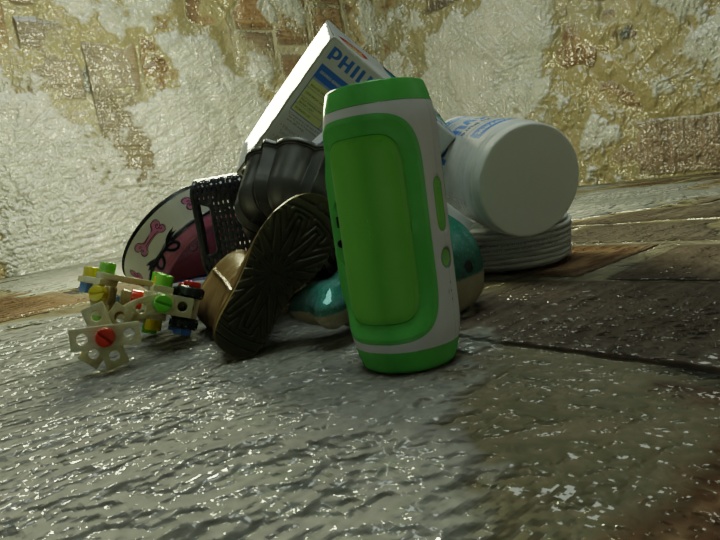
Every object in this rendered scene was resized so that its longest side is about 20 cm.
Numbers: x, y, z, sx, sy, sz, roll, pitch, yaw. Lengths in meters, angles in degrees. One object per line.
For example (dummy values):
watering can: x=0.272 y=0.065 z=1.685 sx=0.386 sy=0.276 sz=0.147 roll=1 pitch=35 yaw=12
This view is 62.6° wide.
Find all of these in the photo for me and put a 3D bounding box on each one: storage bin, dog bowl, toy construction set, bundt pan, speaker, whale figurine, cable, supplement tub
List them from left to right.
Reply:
toy construction set: x=-0.242 y=0.037 z=0.632 sx=0.130 sy=0.093 sz=0.200 roll=13 pitch=7 yaw=-21
dog bowl: x=-0.270 y=-0.036 z=0.933 sx=0.074 sy=0.201 sz=0.200 roll=39 pitch=23 yaw=12
storage bin: x=-0.146 y=-0.075 z=0.863 sx=0.093 sy=0.137 sz=0.200 roll=-6 pitch=9 yaw=18
bundt pan: x=-0.057 y=-0.056 z=0.681 sx=0.200 sy=0.076 sz=0.202 roll=16 pitch=-28 yaw=9
whale figurine: x=0.027 y=-0.002 z=0.579 sx=0.198 sy=0.105 sz=0.159 roll=-13 pitch=9 yaw=-29
speaker: x=0.023 y=-0.032 z=0.439 sx=0.088 sy=0.202 sz=0.088 roll=-8 pitch=7 yaw=1
supplement tub: x=0.164 y=-0.125 z=0.745 sx=0.131 sy=0.133 sz=0.200 roll=-10 pitch=17 yaw=-12
cable: x=0.194 y=-0.042 z=0.832 sx=0.198 sy=0.070 sz=0.200 roll=-4 pitch=10 yaw=25

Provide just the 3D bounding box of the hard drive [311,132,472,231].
hard drive: x=0.015 y=-0.082 z=0.696 sx=0.199 sy=0.026 sz=0.132 roll=32 pitch=-30 yaw=-23

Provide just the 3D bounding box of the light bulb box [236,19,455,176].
light bulb box: x=-0.022 y=-0.170 z=0.766 sx=0.200 sy=0.197 sz=0.125 roll=-48 pitch=25 yaw=21

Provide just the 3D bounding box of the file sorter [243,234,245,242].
file sorter: x=-0.297 y=-0.046 z=1.182 sx=0.198 sy=0.127 sz=0.139 roll=-12 pitch=9 yaw=-28

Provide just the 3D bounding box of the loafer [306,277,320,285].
loafer: x=0.000 y=0.000 z=0.832 sx=0.072 sy=0.063 sz=0.199 roll=35 pitch=37 yaw=31

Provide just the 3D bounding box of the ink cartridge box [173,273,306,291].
ink cartridge box: x=-0.163 y=0.015 z=0.909 sx=0.196 sy=0.048 sz=0.200 roll=-6 pitch=6 yaw=25

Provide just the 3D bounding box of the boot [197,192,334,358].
boot: x=-0.111 y=-0.005 z=0.617 sx=0.176 sy=0.066 sz=0.200 roll=-54 pitch=19 yaw=-7
